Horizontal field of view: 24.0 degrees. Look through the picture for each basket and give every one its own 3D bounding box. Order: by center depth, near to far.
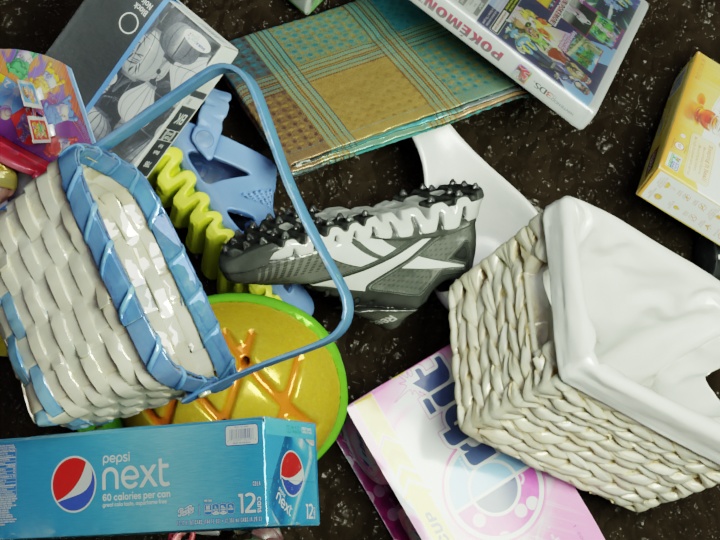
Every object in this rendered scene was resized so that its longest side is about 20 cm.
[{"bbox_3d":[-0.121,-0.007,1.007,0.199,0.139,0.178,-26,79,15],"label":"basket"},{"bbox_3d":[0.164,0.065,1.122,0.199,0.123,0.137,26,46,-33],"label":"basket"}]

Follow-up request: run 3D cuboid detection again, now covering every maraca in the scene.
[{"bbox_3d":[-0.106,0.087,1.113,0.198,0.107,0.139,-12,102,4],"label":"maraca"}]

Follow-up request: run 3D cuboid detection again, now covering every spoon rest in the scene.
[{"bbox_3d":[0.067,-0.050,1.208,0.099,0.061,0.201,-31,84,-18],"label":"spoon rest"}]

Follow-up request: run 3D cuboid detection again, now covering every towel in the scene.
[{"bbox_3d":[0.009,-0.141,1.199,0.198,0.022,0.147,-20,49,-17],"label":"towel"}]

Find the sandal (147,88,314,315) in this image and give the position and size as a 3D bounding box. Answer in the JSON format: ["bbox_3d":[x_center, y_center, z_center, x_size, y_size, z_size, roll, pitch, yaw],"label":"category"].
[{"bbox_3d":[-0.089,-0.050,1.165,0.087,0.079,0.201,-34,87,-22],"label":"sandal"}]

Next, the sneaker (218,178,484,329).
[{"bbox_3d":[0.000,0.000,1.124,0.198,0.066,0.092,-13,106,-30],"label":"sneaker"}]

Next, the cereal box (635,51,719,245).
[{"bbox_3d":[0.309,-0.060,1.250,0.199,0.040,0.144,30,47,-4],"label":"cereal box"}]

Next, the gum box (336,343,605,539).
[{"bbox_3d":[0.079,0.157,1.157,0.113,0.066,0.201,-29,84,-19],"label":"gum box"}]

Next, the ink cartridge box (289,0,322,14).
[{"bbox_3d":[-0.021,-0.311,1.231,0.146,0.084,0.200,42,71,6],"label":"ink cartridge box"}]

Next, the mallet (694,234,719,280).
[{"bbox_3d":[0.296,0.067,1.248,0.065,0.041,0.202,-8,84,-17],"label":"mallet"}]

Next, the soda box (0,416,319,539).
[{"bbox_3d":[-0.127,0.129,1.033,0.198,0.068,0.065,-6,80,26],"label":"soda box"}]

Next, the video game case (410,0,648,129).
[{"bbox_3d":[0.114,-0.202,1.219,0.182,0.023,0.200,37,36,-2],"label":"video game case"}]

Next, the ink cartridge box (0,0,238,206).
[{"bbox_3d":[-0.178,-0.097,1.120,0.099,0.039,0.201,39,100,11],"label":"ink cartridge box"}]

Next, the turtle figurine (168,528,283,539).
[{"bbox_3d":[-0.056,0.214,1.077,0.198,0.101,0.151,3,73,7],"label":"turtle figurine"}]

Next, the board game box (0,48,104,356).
[{"bbox_3d":[-0.240,-0.041,1.096,0.157,0.039,0.202,-19,89,17],"label":"board game box"}]
